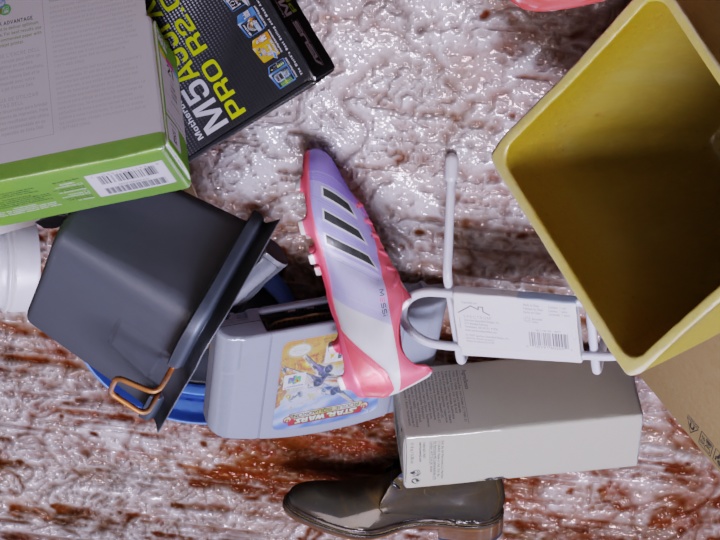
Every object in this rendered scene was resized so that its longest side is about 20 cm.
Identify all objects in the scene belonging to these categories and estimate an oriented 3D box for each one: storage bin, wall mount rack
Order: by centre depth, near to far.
[{"bbox_3d":[-0.165,0.018,1.522,0.134,0.146,0.200,30,151,-2],"label":"storage bin"},{"bbox_3d":[0.128,0.001,1.634,0.198,0.075,0.175,4,132,16],"label":"wall mount rack"}]

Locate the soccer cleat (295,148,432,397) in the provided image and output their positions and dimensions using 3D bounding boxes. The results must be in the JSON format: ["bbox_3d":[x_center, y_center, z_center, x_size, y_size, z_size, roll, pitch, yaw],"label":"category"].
[{"bbox_3d":[0.000,0.000,1.631,0.076,0.067,0.202,-13,88,3],"label":"soccer cleat"}]

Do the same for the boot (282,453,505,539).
[{"bbox_3d":[0.032,0.182,1.841,0.198,0.075,0.098,3,121,-3],"label":"boot"}]

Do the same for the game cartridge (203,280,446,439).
[{"bbox_3d":[-0.029,0.078,1.713,0.198,0.042,0.134,-10,132,-19],"label":"game cartridge"}]

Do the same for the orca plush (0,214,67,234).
[{"bbox_3d":[-0.249,-0.095,1.567,0.104,0.072,0.200,13,149,-17],"label":"orca plush"}]

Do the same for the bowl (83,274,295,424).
[{"bbox_3d":[-0.144,0.047,1.761,0.198,0.040,0.202,5,133,6],"label":"bowl"}]

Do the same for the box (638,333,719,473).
[{"bbox_3d":[0.255,0.056,1.596,0.021,0.200,0.164,-23,144,-21],"label":"box"}]

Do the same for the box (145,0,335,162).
[{"bbox_3d":[-0.135,-0.185,1.483,0.159,0.044,0.201,-28,96,25],"label":"box"}]

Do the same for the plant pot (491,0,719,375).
[{"bbox_3d":[0.253,-0.071,1.460,0.199,0.195,0.196,-10,152,-47],"label":"plant pot"}]

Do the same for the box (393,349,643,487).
[{"bbox_3d":[0.128,0.122,1.722,0.198,0.083,0.069,-4,134,-3],"label":"box"}]

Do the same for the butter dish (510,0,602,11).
[{"bbox_3d":[0.142,-0.247,1.368,0.198,0.149,0.200,-13,129,21],"label":"butter dish"}]

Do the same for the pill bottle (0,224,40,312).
[{"bbox_3d":[-0.362,-0.005,1.675,0.198,0.113,0.113,-3,136,-20],"label":"pill bottle"}]

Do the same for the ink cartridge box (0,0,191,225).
[{"bbox_3d":[-0.204,-0.149,1.443,0.146,0.202,0.076,-10,160,7],"label":"ink cartridge box"}]

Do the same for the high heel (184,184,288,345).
[{"bbox_3d":[-0.173,-0.012,1.639,0.199,0.072,0.142,36,114,-26],"label":"high heel"}]
